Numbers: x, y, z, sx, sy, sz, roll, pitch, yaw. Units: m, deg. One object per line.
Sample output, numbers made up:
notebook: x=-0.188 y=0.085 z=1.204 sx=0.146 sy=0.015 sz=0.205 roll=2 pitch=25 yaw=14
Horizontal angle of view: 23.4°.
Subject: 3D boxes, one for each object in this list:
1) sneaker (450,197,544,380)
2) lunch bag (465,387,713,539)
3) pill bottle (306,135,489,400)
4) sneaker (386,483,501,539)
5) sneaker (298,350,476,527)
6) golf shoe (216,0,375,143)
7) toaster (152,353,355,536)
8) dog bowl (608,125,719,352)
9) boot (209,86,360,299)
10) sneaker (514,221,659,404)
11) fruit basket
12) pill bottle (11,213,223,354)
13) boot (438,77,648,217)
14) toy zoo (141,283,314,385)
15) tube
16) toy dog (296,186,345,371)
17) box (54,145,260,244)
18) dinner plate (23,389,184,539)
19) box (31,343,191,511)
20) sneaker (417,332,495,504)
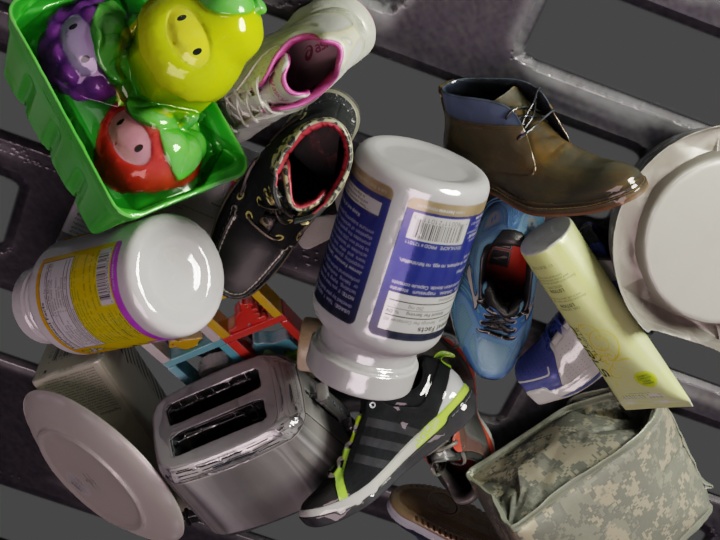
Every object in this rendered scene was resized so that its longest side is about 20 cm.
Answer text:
sneaker: x=0.118 y=0.022 z=1.541 sx=0.078 sy=0.090 sz=0.201 roll=5 pitch=127 yaw=3
lunch bag: x=0.226 y=0.212 z=1.645 sx=0.200 sy=0.118 sz=0.164 roll=-33 pitch=123 yaw=-5
pill bottle: x=0.025 y=-0.001 z=1.442 sx=0.115 sy=0.116 sz=0.201 roll=16 pitch=111 yaw=-5
sneaker: x=0.101 y=0.292 z=1.752 sx=0.199 sy=0.070 sz=0.109 roll=23 pitch=123 yaw=-13
sneaker: x=0.013 y=0.148 z=1.574 sx=0.200 sy=0.072 sz=0.083 roll=-39 pitch=95 yaw=-8
golf shoe: x=-0.080 y=-0.154 z=1.429 sx=0.200 sy=0.092 sz=0.075 roll=-34 pitch=106 yaw=22
toaster: x=-0.107 y=0.163 z=1.624 sx=0.199 sy=0.114 sz=0.129 roll=-22 pitch=138 yaw=12
dog bowl: x=0.300 y=-0.029 z=1.461 sx=0.199 sy=0.059 sz=0.201 roll=-2 pitch=105 yaw=-8
boot: x=-0.068 y=-0.054 z=1.429 sx=0.073 sy=0.154 sz=0.204 roll=32 pitch=100 yaw=-7
sneaker: x=0.207 y=0.020 z=1.544 sx=0.199 sy=0.081 sz=0.115 roll=-35 pitch=111 yaw=20
fruit basket: x=-0.170 y=-0.152 z=1.380 sx=0.215 sy=0.155 sz=0.216 roll=26 pitch=128 yaw=39
pill bottle: x=-0.215 y=0.016 z=1.490 sx=0.200 sy=0.104 sz=0.104 roll=-11 pitch=128 yaw=46
boot: x=0.140 y=-0.103 z=1.422 sx=0.200 sy=0.075 sz=0.097 roll=8 pitch=125 yaw=42
toy zoo: x=-0.124 y=0.059 z=1.595 sx=0.131 sy=0.021 sz=0.200 roll=-22 pitch=141 yaw=17
tube: x=0.207 y=0.045 z=1.481 sx=0.052 sy=0.058 sz=0.200 roll=-33 pitch=113 yaw=5
toy dog: x=0.000 y=0.000 z=1.557 sx=0.132 sy=0.096 sz=0.200 roll=23 pitch=110 yaw=-7
box: x=-0.181 y=-0.043 z=1.562 sx=0.155 sy=0.041 sz=0.200 roll=23 pitch=126 yaw=-11
dinner plate: x=-0.250 y=0.193 z=1.652 sx=0.200 sy=0.024 sz=0.200 roll=32 pitch=150 yaw=21
box: x=-0.229 y=0.148 z=1.688 sx=0.082 sy=0.068 sz=0.200 roll=-16 pitch=123 yaw=19
sneaker: x=0.078 y=0.139 z=1.635 sx=0.077 sy=0.082 sz=0.200 roll=-18 pitch=122 yaw=19
